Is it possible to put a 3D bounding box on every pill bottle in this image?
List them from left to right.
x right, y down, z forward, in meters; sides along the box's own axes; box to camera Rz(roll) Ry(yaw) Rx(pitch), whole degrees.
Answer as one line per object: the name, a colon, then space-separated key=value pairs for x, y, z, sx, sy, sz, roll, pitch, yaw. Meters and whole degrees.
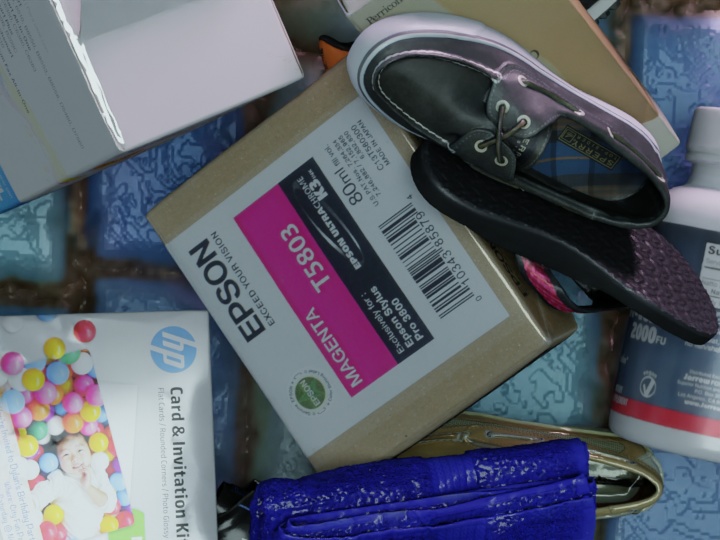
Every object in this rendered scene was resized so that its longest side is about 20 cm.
pill bottle: x=0.222 y=0.010 z=1.262 sx=0.119 sy=0.120 sz=0.201 roll=11 pitch=92 yaw=-5

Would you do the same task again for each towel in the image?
towel: x=0.035 y=0.174 z=1.211 sx=0.199 sy=0.050 sz=0.148 roll=-6 pitch=118 yaw=-16

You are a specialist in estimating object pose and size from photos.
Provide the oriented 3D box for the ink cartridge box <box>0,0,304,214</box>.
ink cartridge box: x=-0.138 y=-0.125 z=1.169 sx=0.128 sy=0.200 sz=0.126 roll=-27 pitch=96 yaw=-32

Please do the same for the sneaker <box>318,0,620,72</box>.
sneaker: x=0.068 y=-0.154 z=1.265 sx=0.200 sy=0.070 sz=0.090 roll=-33 pitch=98 yaw=0

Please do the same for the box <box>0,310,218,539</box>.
box: x=-0.183 y=0.104 z=1.212 sx=0.199 sy=0.041 sz=0.157 roll=-1 pitch=82 yaw=-13

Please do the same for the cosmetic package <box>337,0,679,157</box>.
cosmetic package: x=0.080 y=-0.120 z=1.186 sx=0.105 sy=0.071 sz=0.200 roll=-38 pitch=124 yaw=11

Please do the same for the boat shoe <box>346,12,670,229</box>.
boat shoe: x=0.086 y=-0.078 z=1.136 sx=0.199 sy=0.057 sz=0.069 roll=21 pitch=117 yaw=-26

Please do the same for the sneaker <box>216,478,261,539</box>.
sneaker: x=-0.045 y=0.166 z=1.274 sx=0.199 sy=0.070 sz=0.078 roll=2 pitch=98 yaw=-4

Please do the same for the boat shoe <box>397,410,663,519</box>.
boat shoe: x=0.083 y=0.122 z=1.277 sx=0.199 sy=0.076 sz=0.072 roll=-4 pitch=96 yaw=-2

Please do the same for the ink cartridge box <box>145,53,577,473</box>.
ink cartridge box: x=0.000 y=0.000 z=1.222 sx=0.165 sy=0.075 sz=0.200 roll=-37 pitch=84 yaw=19

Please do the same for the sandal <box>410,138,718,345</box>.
sandal: x=0.109 y=-0.011 z=1.180 sx=0.199 sy=0.075 sz=0.045 roll=26 pitch=123 yaw=-14
